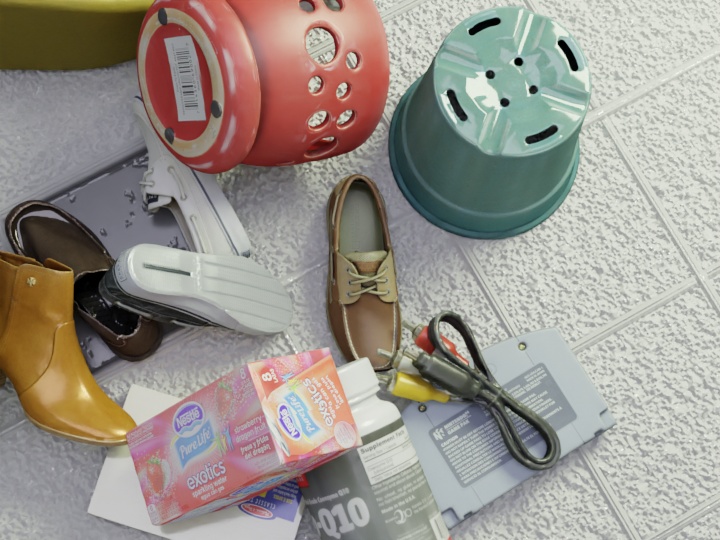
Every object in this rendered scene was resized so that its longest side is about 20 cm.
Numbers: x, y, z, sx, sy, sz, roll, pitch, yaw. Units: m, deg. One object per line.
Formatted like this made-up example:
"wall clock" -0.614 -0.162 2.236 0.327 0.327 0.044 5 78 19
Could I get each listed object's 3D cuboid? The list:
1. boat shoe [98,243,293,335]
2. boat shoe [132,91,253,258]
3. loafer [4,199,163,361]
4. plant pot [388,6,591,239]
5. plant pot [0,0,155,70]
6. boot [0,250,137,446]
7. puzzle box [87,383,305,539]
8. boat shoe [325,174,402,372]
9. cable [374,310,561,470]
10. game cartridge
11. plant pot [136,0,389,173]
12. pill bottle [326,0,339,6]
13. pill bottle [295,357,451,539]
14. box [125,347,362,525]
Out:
"boat shoe" -0.159 0.020 1.489 0.200 0.071 0.072 20 61 -35
"boat shoe" -0.185 -0.085 1.534 0.070 0.071 0.200 -30 87 -12
"loafer" -0.268 0.001 1.504 0.200 0.071 0.073 42 78 7
"plant pot" 0.134 -0.152 1.500 0.200 0.196 0.200 1 76 -4
"plant pot" -0.273 -0.307 1.524 0.200 0.196 0.194 7 76 -9
"boot" -0.285 0.069 1.452 0.201 0.071 0.144 22 107 16
"puzzle box" -0.147 0.202 1.486 0.200 0.025 0.133 18 76 1
"boat shoe" 0.000 0.000 1.517 0.076 0.074 0.200 -8 79 -5
"cable" 0.112 0.114 1.490 0.200 0.050 0.097 33 69 -8
"game cartridge" 0.133 0.146 1.512 0.200 0.042 0.133 -30 76 -10
"plant pot" -0.102 -0.192 1.466 0.182 0.200 0.201 -16 76 -36
"pill bottle" -0.055 -0.377 1.585 0.114 0.114 0.200 -37 81 -11
"pill bottle" -0.001 0.191 1.437 0.114 0.114 0.200 -22 89 -8
"box" -0.108 0.151 1.378 0.103 0.200 0.095 -8 74 -44
